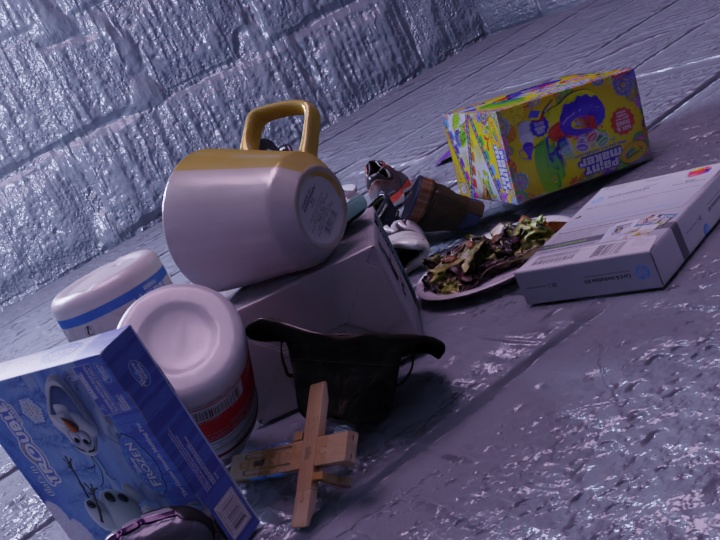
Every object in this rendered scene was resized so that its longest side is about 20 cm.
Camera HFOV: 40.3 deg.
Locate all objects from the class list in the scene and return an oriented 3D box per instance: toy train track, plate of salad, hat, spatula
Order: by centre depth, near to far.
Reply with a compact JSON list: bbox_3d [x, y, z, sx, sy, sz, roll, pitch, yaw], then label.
[{"bbox_3d":[-0.052,0.161,0.823,0.199,0.032,0.116,-24,53,53],"label":"toy train track"},{"bbox_3d":[-0.018,0.095,0.872,0.198,0.082,0.201,7,-9,1],"label":"hat"},{"bbox_3d":[0.149,-0.024,1.127,0.199,0.048,0.200,-25,15,7],"label":"plate of salad"},{"bbox_3d":[0.219,-0.235,1.810,0.199,0.021,0.057,-13,25,39],"label":"spatula"}]

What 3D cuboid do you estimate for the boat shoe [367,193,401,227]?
[{"bbox_3d":[-0.019,-0.039,1.436,0.199,0.062,0.075,-38,24,-19],"label":"boat shoe"}]

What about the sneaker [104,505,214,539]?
[{"bbox_3d":[-0.188,0.256,0.720,0.199,0.075,0.088,-34,30,3],"label":"sneaker"}]

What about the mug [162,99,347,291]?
[{"bbox_3d":[-0.100,-0.075,0.996,0.152,0.189,0.149,-4,8,37],"label":"mug"}]

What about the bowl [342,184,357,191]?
[{"bbox_3d":[-0.078,-0.052,1.545,0.200,0.091,0.201,-25,13,6],"label":"bowl"}]

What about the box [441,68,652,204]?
[{"bbox_3d":[0.242,-0.178,1.304,0.198,0.123,0.192,-19,13,-13],"label":"box"}]

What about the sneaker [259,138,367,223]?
[{"bbox_3d":[-0.082,-0.102,1.108,0.078,0.141,0.199,-33,14,-35],"label":"sneaker"}]

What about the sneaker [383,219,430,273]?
[{"bbox_3d":[0.000,0.000,1.272,0.199,0.076,0.081,-28,23,-3],"label":"sneaker"}]

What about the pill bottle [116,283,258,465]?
[{"bbox_3d":[-0.151,0.107,0.889,0.112,0.112,0.201,-31,-26,-18],"label":"pill bottle"}]

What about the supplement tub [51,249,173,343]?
[{"bbox_3d":[-0.244,0.091,1.100,0.131,0.201,0.132,-25,14,7],"label":"supplement tub"}]

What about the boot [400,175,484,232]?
[{"bbox_3d":[0.107,-0.069,1.365,0.096,0.075,0.200,16,-11,-2],"label":"boot"}]

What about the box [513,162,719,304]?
[{"bbox_3d":[0.268,-0.038,0.980,0.155,0.041,0.200,-11,22,46],"label":"box"}]

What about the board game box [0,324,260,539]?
[{"bbox_3d":[-0.210,0.154,0.814,0.198,0.201,0.043,-15,23,38],"label":"board game box"}]

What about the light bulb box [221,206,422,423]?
[{"bbox_3d":[-0.045,0.041,1.078,0.197,0.126,0.200,-25,13,7],"label":"light bulb box"}]

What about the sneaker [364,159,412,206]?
[{"bbox_3d":[0.044,-0.167,1.752,0.076,0.082,0.200,-24,14,7],"label":"sneaker"}]
